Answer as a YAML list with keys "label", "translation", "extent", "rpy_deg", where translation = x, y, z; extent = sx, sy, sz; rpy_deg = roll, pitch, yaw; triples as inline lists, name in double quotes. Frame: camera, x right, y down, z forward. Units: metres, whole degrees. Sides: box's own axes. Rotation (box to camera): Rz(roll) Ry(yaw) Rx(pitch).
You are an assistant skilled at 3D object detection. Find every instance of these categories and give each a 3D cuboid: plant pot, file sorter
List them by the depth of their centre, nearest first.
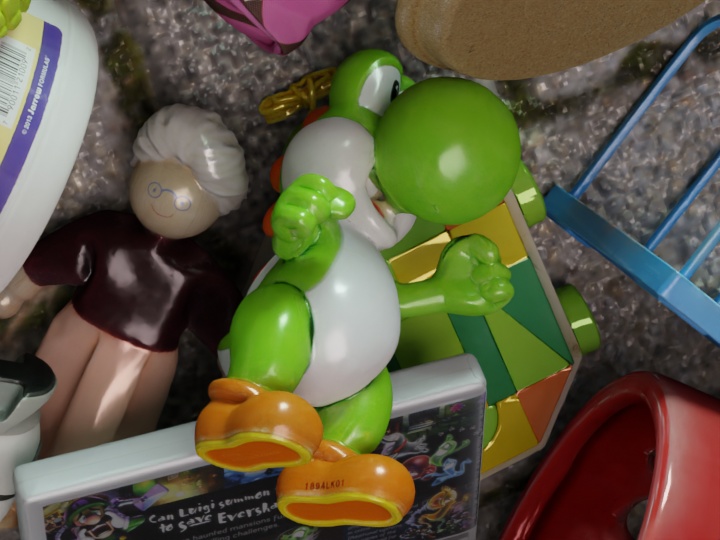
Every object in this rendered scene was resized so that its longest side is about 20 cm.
- label: "plant pot"
  translation: [0.157, 0.167, 1.263]
  extent: [0.182, 0.200, 0.200]
  rpy_deg: [25, 101, -14]
- label: "file sorter"
  translation: [0.208, -0.001, 1.281]
  extent: [0.200, 0.139, 0.123]
  rpy_deg: [37, 93, -24]

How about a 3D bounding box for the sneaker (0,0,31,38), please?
- label: "sneaker"
  translation: [-0.163, -0.153, 1.099]
  extent: [0.084, 0.200, 0.074]
  rpy_deg: [-5, 135, -5]

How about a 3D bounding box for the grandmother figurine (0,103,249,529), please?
- label: "grandmother figurine"
  translation: [-0.098, 0.024, 1.240]
  extent: [0.121, 0.061, 0.200]
  rpy_deg: [19, 105, -11]

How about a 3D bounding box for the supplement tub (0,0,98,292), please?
- label: "supplement tub"
  translation: [-0.218, -0.076, 1.127]
  extent: [0.200, 0.145, 0.145]
  rpy_deg: [25, 101, -22]

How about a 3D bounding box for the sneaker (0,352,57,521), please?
- label: "sneaker"
  translation: [-0.232, 0.064, 1.204]
  extent: [0.200, 0.074, 0.089]
  rpy_deg: [14, 111, -5]

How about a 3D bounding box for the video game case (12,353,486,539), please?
- label: "video game case"
  translation: [-0.045, 0.121, 1.264]
  extent: [0.200, 0.023, 0.182]
  rpy_deg: [-13, 141, -12]

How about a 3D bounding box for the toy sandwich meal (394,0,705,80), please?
- label: "toy sandwich meal"
  translation: [0.094, -0.153, 1.156]
  extent: [0.205, 0.205, 0.070]
  rpy_deg: [-24, 70, -6]

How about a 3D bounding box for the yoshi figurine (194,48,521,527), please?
- label: "yoshi figurine"
  translation: [0.009, -0.004, 1.172]
  extent: [0.112, 0.112, 0.200]
  rpy_deg: [14, 63, -1]

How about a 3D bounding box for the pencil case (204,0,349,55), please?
- label: "pencil case"
  translation: [0.006, -0.182, 1.189]
  extent: [0.200, 0.091, 0.094]
  rpy_deg: [-41, 83, 0]

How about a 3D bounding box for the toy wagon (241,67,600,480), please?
- label: "toy wagon"
  translation: [0.012, 0.007, 1.281]
  extent: [0.155, 0.040, 0.200]
  rpy_deg: [-27, 114, -5]
